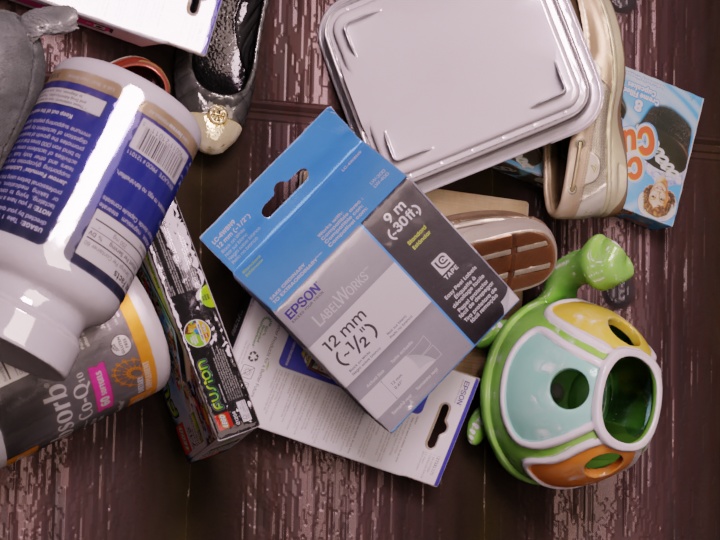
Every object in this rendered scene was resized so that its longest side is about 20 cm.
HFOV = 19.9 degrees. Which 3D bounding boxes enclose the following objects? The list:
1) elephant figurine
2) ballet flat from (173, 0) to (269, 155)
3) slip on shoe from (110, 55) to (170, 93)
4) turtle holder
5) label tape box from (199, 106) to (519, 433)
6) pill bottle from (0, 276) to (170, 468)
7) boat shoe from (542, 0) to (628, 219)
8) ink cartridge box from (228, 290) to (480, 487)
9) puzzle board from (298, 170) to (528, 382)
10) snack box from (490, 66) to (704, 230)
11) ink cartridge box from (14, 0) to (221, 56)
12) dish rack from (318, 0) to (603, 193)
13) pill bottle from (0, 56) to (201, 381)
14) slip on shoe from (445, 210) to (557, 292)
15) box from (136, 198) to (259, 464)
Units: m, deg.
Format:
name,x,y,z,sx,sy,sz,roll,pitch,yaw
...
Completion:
name,x,y,z,sx,sy,sz,roll,pitch,yaw
elephant figurine,-0.287,-0.076,1.455,0.140,0.155,0.202,4,72,-30
ballet flat,-0.103,-0.189,1.585,0.066,0.057,0.202,12,81,-21
slip on shoe,-0.220,-0.091,1.529,0.200,0.061,0.074,-42,102,-17
turtle holder,0.179,0.082,1.622,0.141,0.131,0.186,41,69,-26
label tape box,0.000,0.000,1.532,0.143,0.066,0.200,-45,110,-3
pill bottle,-0.246,0.073,1.475,0.199,0.116,0.117,-26,95,-21
boat shoe,0.169,-0.141,1.641,0.064,0.072,0.202,-5,92,-23
ink cartridge box,-0.014,0.093,1.596,0.199,0.037,0.095,21,94,-17
puzzle board,0.038,0.007,1.646,0.198,0.017,0.152,7,84,-20
snack box,0.182,-0.120,1.701,0.199,0.037,0.117,19,79,-19
ink cartridge box,-0.200,-0.234,1.545,0.198,0.037,0.095,18,79,-10
dish rack,0.075,-0.164,1.606,0.199,0.044,0.173,-22,85,8
pill bottle,-0.198,-0.033,1.395,0.115,0.116,0.201,30,74,-16
slip on shoe,0.054,-0.010,1.616,0.198,0.061,0.077,-13,118,-4
box,-0.135,0.036,1.507,0.034,0.110,0.201,-18,81,-20
